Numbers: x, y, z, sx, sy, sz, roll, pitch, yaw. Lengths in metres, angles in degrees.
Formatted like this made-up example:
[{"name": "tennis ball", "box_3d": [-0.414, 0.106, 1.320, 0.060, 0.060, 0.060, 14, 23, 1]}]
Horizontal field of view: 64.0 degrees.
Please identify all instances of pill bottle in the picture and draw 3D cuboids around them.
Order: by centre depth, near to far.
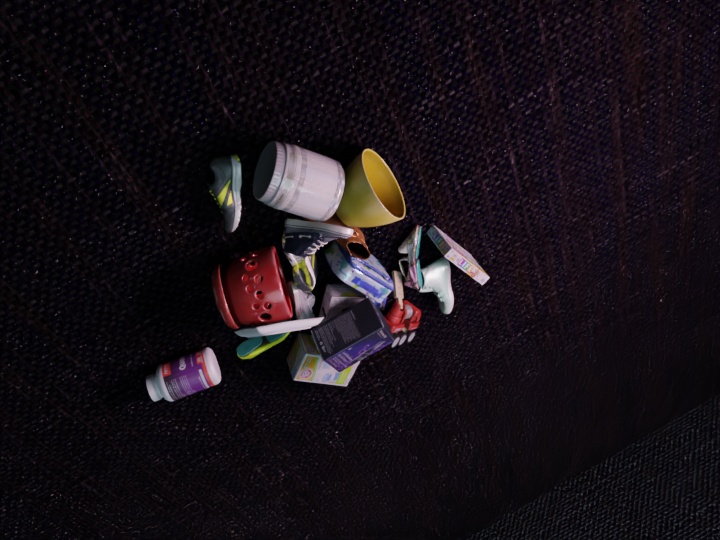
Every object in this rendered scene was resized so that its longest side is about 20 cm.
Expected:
[{"name": "pill bottle", "box_3d": [-0.516, 0.309, 1.681, 0.197, 0.113, 0.114, -20, 129, -9]}]

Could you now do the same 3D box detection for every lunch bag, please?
[{"name": "lunch bag", "box_3d": [0.000, 0.000, 1.646, 0.199, 0.161, 0.083, 32, 109, -35]}]

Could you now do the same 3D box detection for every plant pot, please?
[{"name": "plant pot", "box_3d": [0.007, -0.194, 1.511, 0.141, 0.202, 0.200, -26, 133, 25]}, {"name": "plant pot", "box_3d": [-0.289, 0.055, 1.541, 0.180, 0.202, 0.203, -18, 129, -4]}]

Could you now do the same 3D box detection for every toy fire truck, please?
[{"name": "toy fire truck", "box_3d": [0.124, 0.117, 1.811, 0.175, 0.128, 0.202, -3, 124, -59]}]

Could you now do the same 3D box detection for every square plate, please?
[{"name": "square plate", "box_3d": [-0.225, 0.158, 1.583, 0.195, 0.199, 0.029, -6, 85, -31]}]

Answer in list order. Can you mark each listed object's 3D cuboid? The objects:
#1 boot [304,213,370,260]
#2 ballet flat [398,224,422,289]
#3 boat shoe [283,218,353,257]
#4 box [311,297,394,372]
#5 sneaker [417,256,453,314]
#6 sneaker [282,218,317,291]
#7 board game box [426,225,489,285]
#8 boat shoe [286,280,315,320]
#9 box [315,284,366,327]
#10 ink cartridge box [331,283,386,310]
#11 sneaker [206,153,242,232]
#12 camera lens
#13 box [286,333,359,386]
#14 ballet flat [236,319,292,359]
[{"name": "boot", "box_3d": [-0.065, -0.104, 1.547, 0.199, 0.156, 0.077, 31, 109, -36]}, {"name": "ballet flat", "box_3d": [0.150, -0.039, 1.740, 0.070, 0.069, 0.203, 3, 114, 15]}, {"name": "boat shoe", "box_3d": [-0.111, -0.076, 1.478, 0.074, 0.197, 0.095, 2, 96, -61]}, {"name": "box", "box_3d": [-0.019, 0.187, 1.654, 0.198, 0.105, 0.148, -30, 153, 5]}, {"name": "sneaker", "box_3d": [0.231, 0.063, 1.843, 0.117, 0.074, 0.203, -20, 120, -16]}, {"name": "sneaker", "box_3d": [-0.165, -0.047, 1.597, 0.073, 0.085, 0.204, -4, 107, 11]}, {"name": "board game box", "box_3d": [0.297, -0.046, 1.755, 0.199, 0.135, 0.034, 32, 108, -37]}, {"name": "boat shoe", "box_3d": [-0.169, 0.089, 1.694, 0.071, 0.070, 0.202, -26, 145, -14]}, {"name": "box", "box_3d": [-0.064, 0.140, 1.737, 0.115, 0.060, 0.202, 3, 125, -23]}, {"name": "ink cartridge box", "box_3d": [-0.002, 0.096, 1.794, 0.197, 0.042, 0.121, -4, 125, -22]}, {"name": "sneaker", "box_3d": [-0.339, -0.193, 1.432, 0.083, 0.075, 0.203, 0, 115, -15]}, {"name": "camera lens", "box_3d": [-0.148, -0.219, 1.427, 0.197, 0.161, 0.161, 15, 118, -30]}, {"name": "box", "box_3d": [-0.121, 0.286, 1.838, 0.197, 0.102, 0.114, 13, 118, -30]}, {"name": "ballet flat", "box_3d": [-0.284, 0.209, 1.749, 0.198, 0.067, 0.067, -31, 151, 3]}]
